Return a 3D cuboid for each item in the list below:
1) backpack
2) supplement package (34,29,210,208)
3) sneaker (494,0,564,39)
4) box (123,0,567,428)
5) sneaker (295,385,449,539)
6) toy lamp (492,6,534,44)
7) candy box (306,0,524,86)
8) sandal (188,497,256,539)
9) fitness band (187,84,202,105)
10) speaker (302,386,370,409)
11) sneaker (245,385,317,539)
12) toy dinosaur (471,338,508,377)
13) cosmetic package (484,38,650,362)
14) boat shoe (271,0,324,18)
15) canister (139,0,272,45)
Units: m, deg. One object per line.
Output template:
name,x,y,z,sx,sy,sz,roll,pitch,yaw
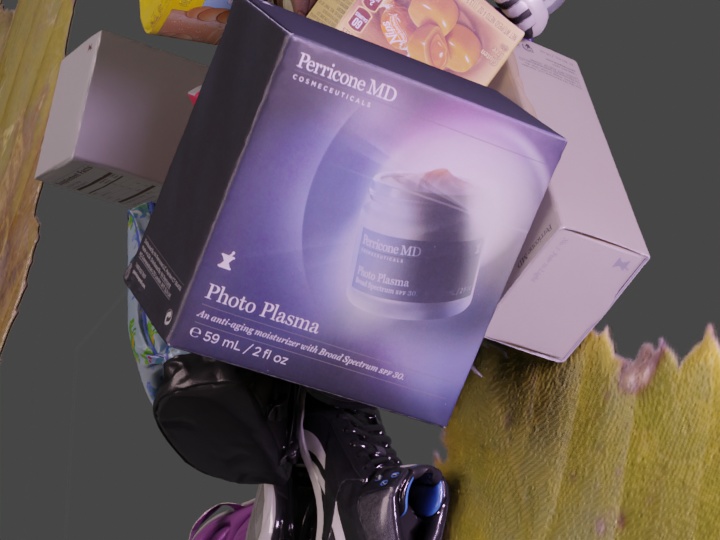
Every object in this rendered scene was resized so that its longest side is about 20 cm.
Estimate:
backpack,-0.105,0.032,1.364,0.164,0.152,0.202,72,-156,-59
supplement package,-0.168,-0.115,1.675,0.117,0.198,0.118,-15,61,63
sneaker,0.137,-0.234,1.330,0.115,0.075,0.200,-38,23,12
box,-0.011,-0.036,1.167,0.200,0.198,0.123,-68,25,10
sneaker,0.016,0.136,1.330,0.112,0.073,0.202,-36,50,43
toy lamp,0.072,-0.175,1.417,0.059,0.058,0.200,-69,24,7
candy box,0.001,-0.112,1.243,0.201,0.115,0.055,-54,29,4
sandal,-0.118,0.225,1.545,0.203,0.049,0.083,-42,39,46
fitness band,-0.081,-0.083,1.489,0.037,0.145,0.200,-29,14,-5
speaker,0.000,0.000,1.375,0.081,0.081,0.201,-50,22,37
sneaker,-0.053,0.174,1.430,0.079,0.073,0.202,-15,61,65
toy dinosaur,0.049,-0.019,1.333,0.076,0.103,0.201,-17,32,13
cosmetic package,0.110,-0.052,1.247,0.104,0.073,0.201,-54,31,32
boat shoe,-0.018,-0.139,1.319,0.075,0.074,0.204,43,153,45
canister,-0.048,-0.215,1.381,0.149,0.198,0.087,130,140,-53
